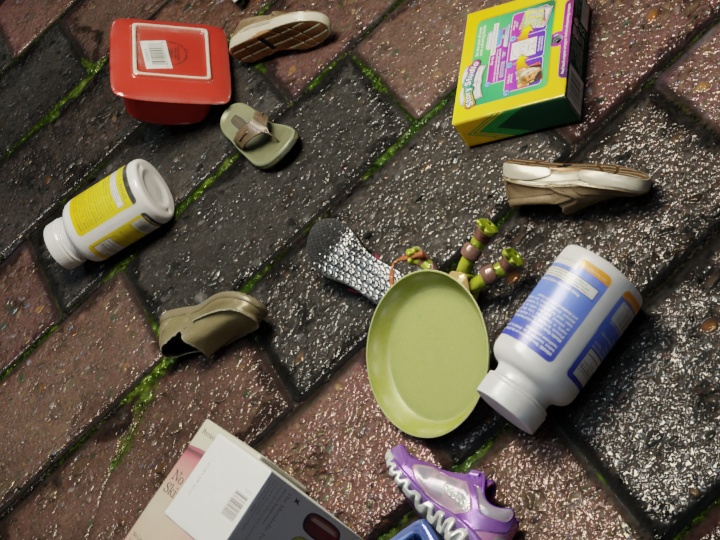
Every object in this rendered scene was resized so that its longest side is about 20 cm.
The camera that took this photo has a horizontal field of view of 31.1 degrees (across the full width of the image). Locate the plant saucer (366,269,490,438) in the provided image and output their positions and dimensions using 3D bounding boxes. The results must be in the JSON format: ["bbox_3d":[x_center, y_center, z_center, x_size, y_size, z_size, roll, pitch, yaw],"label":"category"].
[{"bbox_3d":[0.087,0.101,1.572,0.198,0.031,0.203,-4,84,44],"label":"plant saucer"}]

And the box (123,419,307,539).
[{"bbox_3d":[-0.185,0.312,1.615,0.127,0.109,0.201,23,75,45],"label":"box"}]

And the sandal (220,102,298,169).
[{"bbox_3d":[-0.171,-0.217,2.026,0.080,0.057,0.200,-52,44,-6],"label":"sandal"}]

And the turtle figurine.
[{"bbox_3d":[0.131,0.027,1.616,0.161,0.064,0.201,-47,54,21],"label":"turtle figurine"}]

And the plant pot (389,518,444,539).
[{"bbox_3d":[0.065,0.410,1.304,0.199,0.180,0.201,-38,45,7],"label":"plant pot"}]

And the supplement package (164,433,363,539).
[{"bbox_3d":[-0.108,0.297,1.502,0.109,0.200,0.114,25,76,45],"label":"supplement package"}]

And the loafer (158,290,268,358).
[{"bbox_3d":[-0.211,0.084,1.832,0.198,0.076,0.068,-18,50,39],"label":"loafer"}]

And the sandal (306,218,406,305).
[{"bbox_3d":[0.000,0.000,1.758,0.199,0.045,0.075,37,90,32],"label":"sandal"}]

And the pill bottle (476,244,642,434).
[{"bbox_3d":[0.222,0.081,1.474,0.201,0.112,0.112,-52,44,-7],"label":"pill bottle"}]

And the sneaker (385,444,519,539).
[{"bbox_3d":[0.107,0.257,1.465,0.088,0.081,0.200,-43,48,-7],"label":"sneaker"}]

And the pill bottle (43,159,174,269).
[{"bbox_3d":[-0.405,-0.084,2.068,0.198,0.111,0.112,-29,46,16],"label":"pill bottle"}]

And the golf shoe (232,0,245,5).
[{"bbox_3d":[-0.152,-0.532,2.243,0.198,0.078,0.096,-30,63,18],"label":"golf shoe"}]

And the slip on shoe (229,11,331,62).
[{"bbox_3d":[-0.130,-0.395,2.107,0.198,0.076,0.061,-12,58,40],"label":"slip on shoe"}]

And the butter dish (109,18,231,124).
[{"bbox_3d":[-0.323,-0.309,2.158,0.196,0.149,0.202,3,49,-15],"label":"butter dish"}]

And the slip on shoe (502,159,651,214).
[{"bbox_3d":[0.268,-0.101,1.614,0.198,0.076,0.062,7,103,31],"label":"slip on shoe"}]

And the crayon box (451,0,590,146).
[{"bbox_3d":[0.221,-0.282,1.777,0.171,0.058,0.202,-11,53,32],"label":"crayon box"}]
